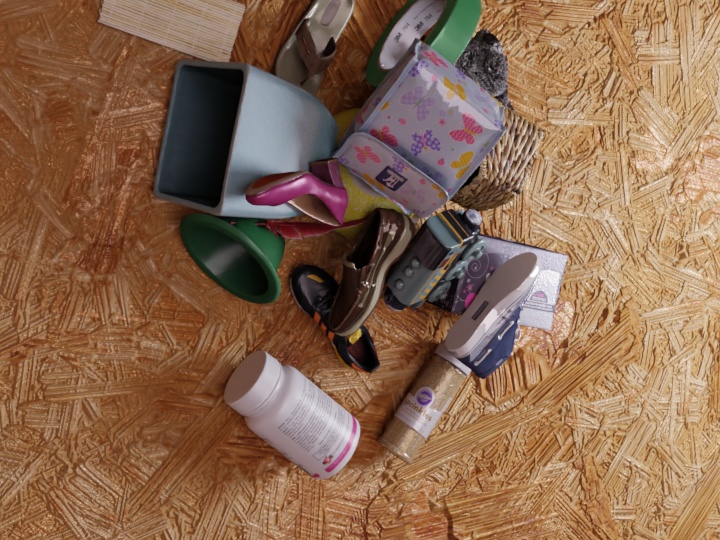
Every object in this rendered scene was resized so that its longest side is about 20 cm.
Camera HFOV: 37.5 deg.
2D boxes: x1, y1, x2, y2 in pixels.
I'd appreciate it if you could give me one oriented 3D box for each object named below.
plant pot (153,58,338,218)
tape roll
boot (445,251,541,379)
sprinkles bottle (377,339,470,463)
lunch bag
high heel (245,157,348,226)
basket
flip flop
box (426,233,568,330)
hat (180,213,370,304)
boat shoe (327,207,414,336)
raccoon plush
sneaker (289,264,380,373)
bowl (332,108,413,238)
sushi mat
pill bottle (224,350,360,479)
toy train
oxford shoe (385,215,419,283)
[{"bbox_3d":[-0.146,-0.174,1.488,0.198,0.195,0.199,8,95,-40],"label":"plant pot"},{"bbox_3d":[0.091,-0.340,1.558,0.048,0.200,0.202,34,84,-25],"label":"tape roll"},{"bbox_3d":[0.222,0.070,1.641,0.200,0.073,0.090,-47,123,2],"label":"boot"},{"bbox_3d":[0.108,0.214,1.729,0.068,0.068,0.201,36,83,-25],"label":"sprinkles bottle"},{"bbox_3d":[0.079,-0.182,1.461,0.169,0.128,0.200,36,118,-12],"label":"lunch bag"},{"bbox_3d":[-0.078,-0.085,1.398,0.199,0.067,0.098,-24,110,-50],"label":"high heel"},{"bbox_3d":[0.151,-0.182,1.610,0.148,0.199,0.145,28,81,-27],"label":"basket"},{"bbox_3d":[-0.063,-0.333,1.565,0.081,0.057,0.202,31,85,-26],"label":"flip flop"},{"bbox_3d":[0.217,0.013,1.721,0.197,0.114,0.134,11,94,-26],"label":"box"},{"bbox_3d":[-0.136,-0.066,1.549,0.200,0.165,0.177,44,59,-13],"label":"hat"},{"bbox_3d":[-0.003,-0.003,1.549,0.074,0.075,0.204,22,99,-39],"label":"boat shoe"},{"bbox_3d":[0.164,-0.282,1.646,0.133,0.097,0.202,-25,91,-13],"label":"raccoon plush"},{"bbox_3d":[-0.031,0.075,1.629,0.070,0.090,0.201,-39,112,-14],"label":"sneaker"},{"bbox_3d":[0.017,-0.152,1.578,0.197,0.108,0.204,1,86,-15],"label":"bowl"},{"bbox_3d":[-0.265,-0.363,1.492,0.197,0.012,0.097,16,92,-26],"label":"sushi mat"},{"bbox_3d":[-0.104,0.217,1.605,0.200,0.113,0.114,42,80,-25],"label":"pill bottle"},{"bbox_3d":[0.106,-0.014,1.587,0.113,0.201,0.086,-19,65,-43],"label":"toy train"},{"bbox_3d":[0.026,-0.027,1.657,0.071,0.071,0.202,27,75,-7],"label":"oxford shoe"}]
